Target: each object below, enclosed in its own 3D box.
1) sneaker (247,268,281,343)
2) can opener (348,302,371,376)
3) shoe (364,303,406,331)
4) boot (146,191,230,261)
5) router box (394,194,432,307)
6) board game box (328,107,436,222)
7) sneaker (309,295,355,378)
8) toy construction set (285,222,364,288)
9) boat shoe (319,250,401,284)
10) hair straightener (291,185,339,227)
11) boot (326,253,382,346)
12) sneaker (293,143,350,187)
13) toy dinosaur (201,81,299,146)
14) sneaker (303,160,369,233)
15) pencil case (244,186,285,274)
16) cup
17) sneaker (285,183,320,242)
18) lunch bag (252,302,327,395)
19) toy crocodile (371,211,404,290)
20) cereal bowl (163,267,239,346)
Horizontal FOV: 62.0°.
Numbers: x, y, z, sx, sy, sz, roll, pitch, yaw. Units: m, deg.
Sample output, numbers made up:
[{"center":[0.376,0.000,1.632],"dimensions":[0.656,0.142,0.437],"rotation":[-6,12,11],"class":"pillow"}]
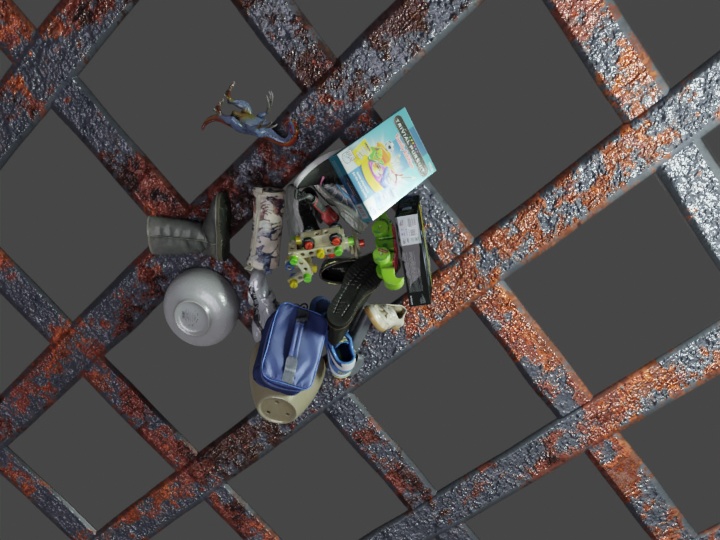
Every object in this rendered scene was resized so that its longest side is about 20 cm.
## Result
[{"center":[-0.210,0.088,1.466],"dimensions":[0.111,0.076,0.206],"rotation":[2,116,6],"class":"sneaker"},{"center":[-0.005,0.176,1.490],"dimensions":[0.065,0.054,0.204],"rotation":[11,116,-32],"class":"can opener"},{"center":[0.061,0.099,1.375],"dimensions":[0.053,0.199,0.071],"rotation":[-41,73,11],"class":"shoe"},{"center":[-0.411,-0.111,1.429],"dimensions":[0.194,0.073,0.188],"rotation":[12,110,11],"class":"boot"},{"center":[0.120,-0.047,1.319],"dimensions":[0.050,0.158,0.206],"rotation":[-7,109,11],"class":"router box"},{"center":[0.050,-0.223,1.258],"dimensions":[0.199,0.047,0.153],"rotation":[-39,107,-23],"class":"board game box"},{"center":[-0.061,0.150,1.430],"dimensions":[0.072,0.082,0.205],"rotation":[-19,77,-22],"class":"sneaker"},{"center":[-0.081,-0.041,1.333],"dimensions":[0.194,0.093,0.133],"rotation":[-19,134,-7],"class":"toy construction set"},{"center":[0.000,0.000,1.406],"dimensions":[0.194,0.061,0.074],"rotation":[-4,111,10],"class":"boat shoe"},{"center":[-0.108,-0.137,1.276],"dimensions":[0.075,0.200,0.042],"rotation":[25,90,19],"class":"hair straightener"},{"center":[-0.018,0.066,1.358],"dimensions":[0.077,0.201,0.139],"rotation":[35,154,12],"class":"boot"},{"center":[-0.042,-0.198,1.275],"dimensions":[0.197,0.071,0.101],"rotation":[-29,85,-23],"class":"sneaker"},{"center":[-0.230,-0.330,1.328],"dimensions":[0.180,0.107,0.198],"rotation":[38,150,-20],"class":"toy dinosaur"},{"center":[-0.044,-0.182,1.349],"dimensions":[0.200,0.078,0.087],"rotation":[44,93,-12],"class":"sneaker"},{"center":[-0.220,-0.098,1.385],"dimensions":[0.076,0.089,0.206],"rotation":[17,113,20],"class":"pencil case"},{"center":[-0.190,0.285,1.469],"dimensions":[0.193,0.146,0.204],"rotation":[4,131,4],"class":"cup"},{"center":[-0.138,-0.108,1.390],"dimensions":[0.079,0.073,0.206],"rotation":[30,130,38],"class":"sneaker"},{"center":[-0.154,0.171,1.354],"dimensions":[0.132,0.132,0.206],"rotation":[18,69,-17],"class":"lunch bag"},{"center":[0.059,-0.049,1.313],"dimensions":[0.060,0.205,0.068],"rotation":[-7,142,7],"class":"toy crocodile"},{"center":[-0.405,0.103,1.494],"dimensions":[0.193,0.084,0.206],"rotation":[3,112,7],"class":"cereal bowl"}]
